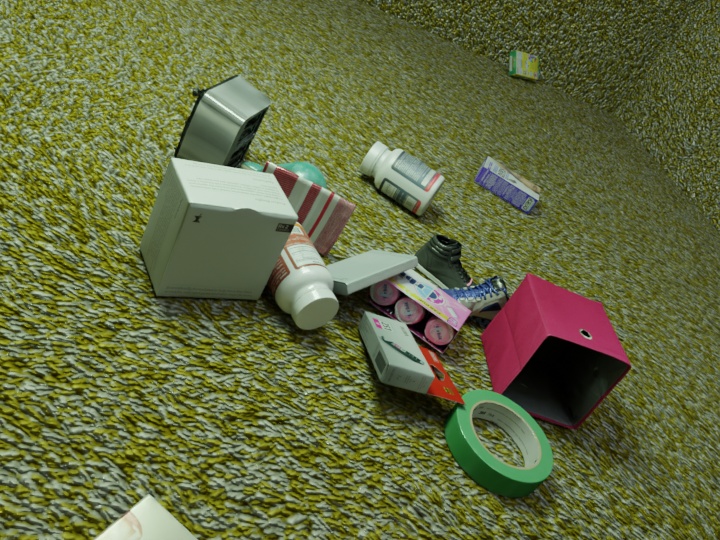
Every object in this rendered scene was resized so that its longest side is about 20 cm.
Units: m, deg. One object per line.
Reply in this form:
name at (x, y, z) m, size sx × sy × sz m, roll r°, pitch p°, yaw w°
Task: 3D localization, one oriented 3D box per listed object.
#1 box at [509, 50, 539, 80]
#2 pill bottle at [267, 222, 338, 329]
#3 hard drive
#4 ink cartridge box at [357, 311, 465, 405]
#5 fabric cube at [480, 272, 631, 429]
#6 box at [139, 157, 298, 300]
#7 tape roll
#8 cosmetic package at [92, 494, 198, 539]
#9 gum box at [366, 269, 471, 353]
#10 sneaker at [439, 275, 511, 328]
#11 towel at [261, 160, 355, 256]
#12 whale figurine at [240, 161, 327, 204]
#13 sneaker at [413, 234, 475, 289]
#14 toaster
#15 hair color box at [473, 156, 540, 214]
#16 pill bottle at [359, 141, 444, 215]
box at (0.799, -0.989, 3.438) m, size 0.200 × 0.118 × 0.048 m, roll -1°, pitch 3°, yaw -39°
pill bottle at (-0.119, 0.008, 1.310) m, size 0.112 × 0.112 × 0.200 m, roll 2°, pitch 43°, yaw -38°
hard drive at (0.000, 0.000, 1.411) m, size 0.132 × 0.027 × 0.200 m, roll 10°, pitch 23°, yaw 44°
ink cartridge box at (0.097, 0.158, 1.302) m, size 0.173 × 0.044 × 0.200 m, roll 17°, pitch 18°, yaw -19°
fabric cube at (0.387, 0.162, 1.437) m, size 0.196 × 0.200 × 0.200 m, roll 21°, pitch 32°, yaw -14°
box at (-0.247, -0.065, 1.221) m, size 0.199 × 0.200 × 0.131 m, roll 5°, pitch 39°, yaw -36°
tape roll at (0.247, 0.305, 1.269) m, size 0.200 × 0.048 × 0.201 m, roll 21°, pitch 34°, yaw -15°
cosmetic package at (-0.274, 0.341, 0.735) m, size 0.087 × 0.103 × 0.200 m, roll 39°, pitch 32°, yaw 11°
gum box at (0.117, 0.069, 1.455) m, size 0.200 × 0.066 × 0.113 m, roll 35°, pitch 26°, yaw 9°
sneaker at (0.256, 0.055, 1.554) m, size 0.199 × 0.115 × 0.081 m, roll 16°, pitch 34°, yaw -23°
towel at (-0.127, -0.124, 1.453) m, size 0.200 × 0.144 × 0.023 m, roll 26°, pitch 36°, yaw -8°
whale figurine at (-0.160, -0.193, 1.529) m, size 0.200 × 0.104 × 0.159 m, roll 26°, pitch -13°, yaw 26°
sneaker at (0.221, -0.005, 1.623) m, size 0.200 × 0.099 × 0.071 m, roll 35°, pitch 30°, yaw 4°
toaster at (-0.298, -0.305, 1.523) m, size 0.119 × 0.181 × 0.200 m, roll 33°, pitch 31°, yaw 0°
hair color box at (0.460, -0.268, 2.217) m, size 0.200 × 0.065 × 0.109 m, roll 33°, pitch 31°, yaw -1°
pill bottle at (0.105, -0.242, 1.831) m, size 0.200 × 0.120 × 0.120 m, roll 35°, pitch 32°, yaw 4°
